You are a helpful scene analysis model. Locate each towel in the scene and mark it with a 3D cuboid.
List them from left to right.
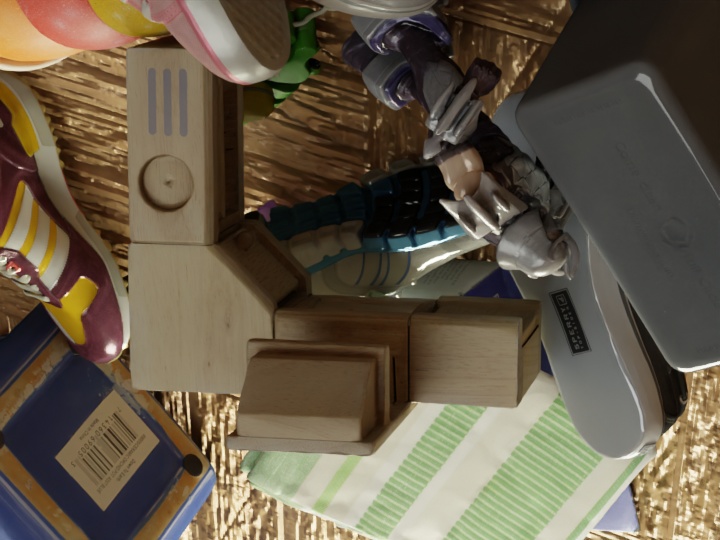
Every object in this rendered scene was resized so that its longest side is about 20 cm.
[{"bbox_3d":[0.052,0.103,1.225,0.200,0.023,0.153,25,120,-19],"label":"towel"}]

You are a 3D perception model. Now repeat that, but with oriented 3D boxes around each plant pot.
[{"bbox_3d":[-0.222,0.149,1.415,0.180,0.200,0.200,-32,103,38],"label":"plant pot"}]

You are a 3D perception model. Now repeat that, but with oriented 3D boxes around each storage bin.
[{"bbox_3d":[0.157,-0.054,1.025,0.145,0.134,0.200,-18,112,42],"label":"storage bin"}]

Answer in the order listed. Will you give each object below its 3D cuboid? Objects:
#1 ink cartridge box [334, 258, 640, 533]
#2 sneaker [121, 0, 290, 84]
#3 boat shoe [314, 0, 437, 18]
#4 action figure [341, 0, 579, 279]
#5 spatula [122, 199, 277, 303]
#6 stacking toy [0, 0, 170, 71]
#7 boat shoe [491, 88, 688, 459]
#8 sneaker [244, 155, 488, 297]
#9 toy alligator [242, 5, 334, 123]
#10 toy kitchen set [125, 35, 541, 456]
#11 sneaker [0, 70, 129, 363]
[{"bbox_3d":[0.050,0.081,1.277,0.200,0.041,0.200,3,126,32],"label":"ink cartridge box"},{"bbox_3d":[-0.114,-0.152,1.002,0.105,0.075,0.200,-36,76,23],"label":"sneaker"},{"bbox_3d":[-0.027,-0.181,0.957,0.200,0.072,0.068,42,162,-25],"label":"boat shoe"},{"bbox_3d":[0.053,-0.071,1.051,0.200,0.069,0.130,59,-177,31],"label":"action figure"},{"bbox_3d":[-0.105,0.000,1.316,0.021,0.057,0.200,21,157,-36],"label":"spatula"},{"bbox_3d":[-0.115,-0.159,1.088,0.200,0.146,0.146,17,134,40],"label":"stacking toy"},{"bbox_3d":[0.126,-0.003,1.135,0.070,0.066,0.200,-16,97,46],"label":"boat shoe"},{"bbox_3d":[0.000,0.000,1.198,0.200,0.075,0.087,-15,121,17],"label":"sneaker"},{"bbox_3d":[-0.050,-0.113,1.181,0.054,0.059,0.200,14,151,-41],"label":"toy alligator"},{"bbox_3d":[-0.021,-0.017,1.063,0.199,0.163,0.181,2,101,13],"label":"toy kitchen set"},{"bbox_3d":[-0.213,-0.019,1.326,0.075,0.090,0.200,-2,118,50],"label":"sneaker"}]
